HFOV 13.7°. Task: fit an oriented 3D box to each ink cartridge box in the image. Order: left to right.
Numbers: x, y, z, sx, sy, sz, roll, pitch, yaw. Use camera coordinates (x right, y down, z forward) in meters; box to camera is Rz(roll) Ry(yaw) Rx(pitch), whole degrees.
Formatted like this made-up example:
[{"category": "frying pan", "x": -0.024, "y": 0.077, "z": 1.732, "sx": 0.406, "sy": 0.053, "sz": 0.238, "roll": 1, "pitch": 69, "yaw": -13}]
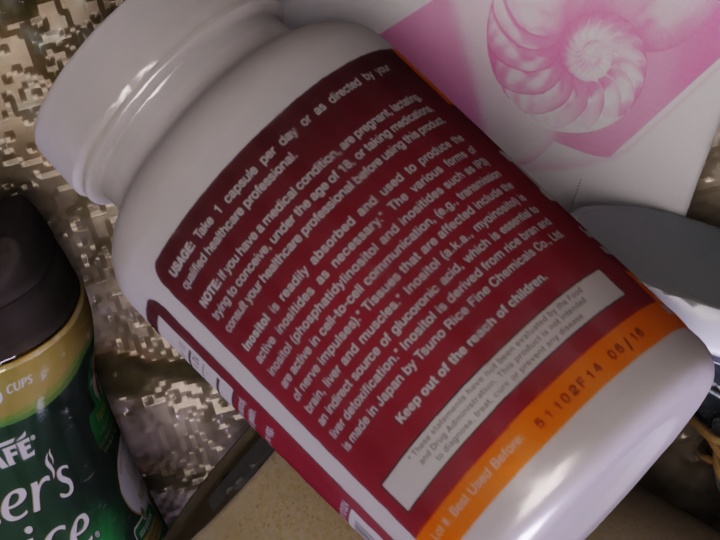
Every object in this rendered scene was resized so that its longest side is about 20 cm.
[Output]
[{"category": "ink cartridge box", "x": 0.033, "y": -0.107, "z": 0.968, "sx": 0.195, "sy": 0.043, "sz": 0.201, "roll": 15, "pitch": 112, "yaw": -5}]

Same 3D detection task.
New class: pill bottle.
[{"category": "pill bottle", "x": 0.000, "y": 0.000, "z": 0.902, "sx": 0.200, "sy": 0.113, "sz": 0.113, "roll": 44, "pitch": 107, "yaw": 12}]

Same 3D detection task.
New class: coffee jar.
[{"category": "coffee jar", "x": -0.120, "y": 0.079, "z": 1.016, "sx": 0.104, "sy": 0.085, "sz": 0.201, "roll": -19, "pitch": 110, "yaw": 6}]

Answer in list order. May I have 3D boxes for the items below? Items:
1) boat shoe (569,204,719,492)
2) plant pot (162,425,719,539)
[{"category": "boat shoe", "x": 0.133, "y": 0.048, "z": 0.991, "sx": 0.199, "sy": 0.071, "sz": 0.091, "roll": 19, "pitch": 113, "yaw": -28}, {"category": "plant pot", "x": 0.036, "y": 0.126, "z": 0.995, "sx": 0.200, "sy": 0.187, "sz": 0.187, "roll": 42, "pitch": 106, "yaw": -6}]
